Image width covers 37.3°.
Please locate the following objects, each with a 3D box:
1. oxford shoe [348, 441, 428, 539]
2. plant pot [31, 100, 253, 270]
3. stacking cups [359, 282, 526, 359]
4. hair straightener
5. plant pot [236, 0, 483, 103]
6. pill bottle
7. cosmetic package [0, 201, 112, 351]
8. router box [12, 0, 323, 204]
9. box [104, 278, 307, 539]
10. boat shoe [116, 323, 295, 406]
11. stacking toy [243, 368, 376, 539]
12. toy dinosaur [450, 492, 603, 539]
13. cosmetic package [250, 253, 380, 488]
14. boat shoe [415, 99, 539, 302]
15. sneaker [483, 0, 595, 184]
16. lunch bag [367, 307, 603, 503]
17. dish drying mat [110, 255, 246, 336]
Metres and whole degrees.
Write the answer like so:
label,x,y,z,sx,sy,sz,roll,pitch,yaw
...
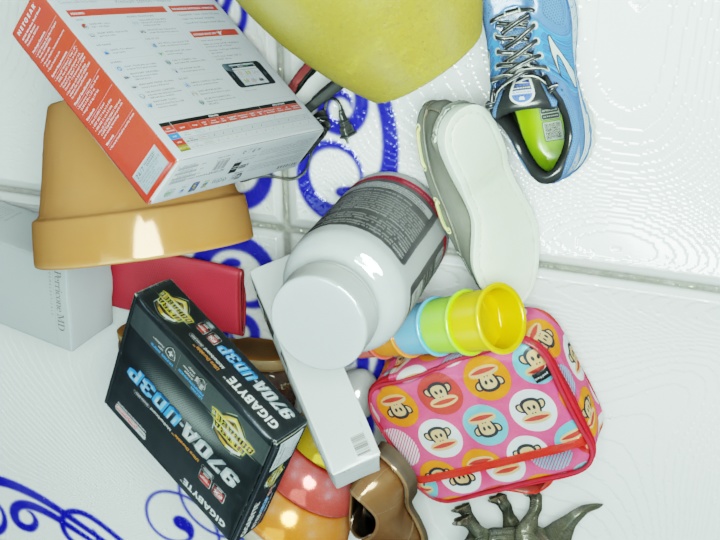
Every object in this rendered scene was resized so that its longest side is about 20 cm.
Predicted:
label,x,y,z,sx,sy,sz,roll,pitch,yaw
oxford shoe,0.020,0.249,1.066,0.071,0.071,0.201,34,153,34
plant pot,-0.202,-0.085,0.956,0.197,0.200,0.142,-4,98,22
stacking cups,0.061,0.051,0.961,0.199,0.060,0.061,-12,113,54
hair straightener,-0.043,-0.135,0.947,0.077,0.041,0.200,45,121,-4
plant pot,0.015,-0.215,0.804,0.198,0.201,0.143,-23,114,29
pill bottle,0.000,0.000,0.904,0.109,0.200,0.112,9,117,17
cosmetic package,-0.356,-0.003,1.101,0.197,0.071,0.103,17,121,21
router box,-0.148,-0.151,0.865,0.180,0.199,0.049,50,122,11
box,-0.150,0.131,0.995,0.200,0.046,0.160,43,132,20
boat shoe,-0.159,0.101,1.091,0.197,0.070,0.071,11,115,15
stacking toy,-0.036,0.186,1.075,0.145,0.146,0.202,32,103,3
toy dinosaur,0.146,0.276,1.053,0.197,0.077,0.104,-18,90,-10
cosmetic package,-0.042,0.093,0.979,0.050,0.083,0.202,-23,71,-5
boat shoe,0.101,-0.056,0.921,0.060,0.072,0.204,30,148,53
sneaker,0.136,-0.162,0.837,0.078,0.089,0.202,-13,107,25
lunch bag,0.122,0.139,1.001,0.198,0.082,0.178,-20,110,31
dish drying mat,-0.210,0.013,1.099,0.197,0.018,0.078,11,117,15
